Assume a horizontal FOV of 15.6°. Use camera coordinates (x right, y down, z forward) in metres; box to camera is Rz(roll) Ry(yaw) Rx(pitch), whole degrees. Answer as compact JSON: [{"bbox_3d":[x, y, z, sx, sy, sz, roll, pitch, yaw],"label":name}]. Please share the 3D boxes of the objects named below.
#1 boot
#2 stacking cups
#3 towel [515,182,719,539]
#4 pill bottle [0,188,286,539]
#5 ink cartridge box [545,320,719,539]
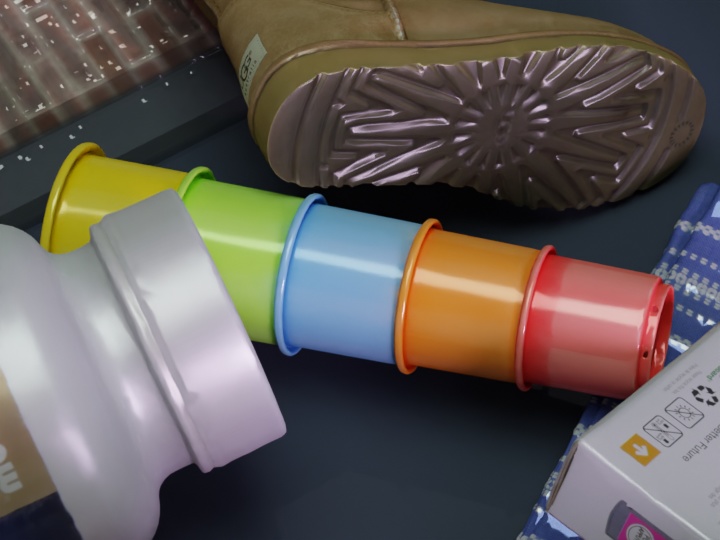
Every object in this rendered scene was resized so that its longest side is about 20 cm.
[{"bbox_3d":[0.009,-0.111,0.919,0.175,0.066,0.200,4,38,-29],"label":"boot"},{"bbox_3d":[0.000,0.000,0.842,0.200,0.061,0.061,8,57,13],"label":"stacking cups"},{"bbox_3d":[0.136,0.072,0.830,0.145,0.024,0.200,24,62,13],"label":"towel"},{"bbox_3d":[-0.128,0.054,0.776,0.200,0.111,0.111,-25,59,-5],"label":"pill bottle"},{"bbox_3d":[0.159,0.096,0.764,0.200,0.037,0.095,35,40,20],"label":"ink cartridge box"}]
